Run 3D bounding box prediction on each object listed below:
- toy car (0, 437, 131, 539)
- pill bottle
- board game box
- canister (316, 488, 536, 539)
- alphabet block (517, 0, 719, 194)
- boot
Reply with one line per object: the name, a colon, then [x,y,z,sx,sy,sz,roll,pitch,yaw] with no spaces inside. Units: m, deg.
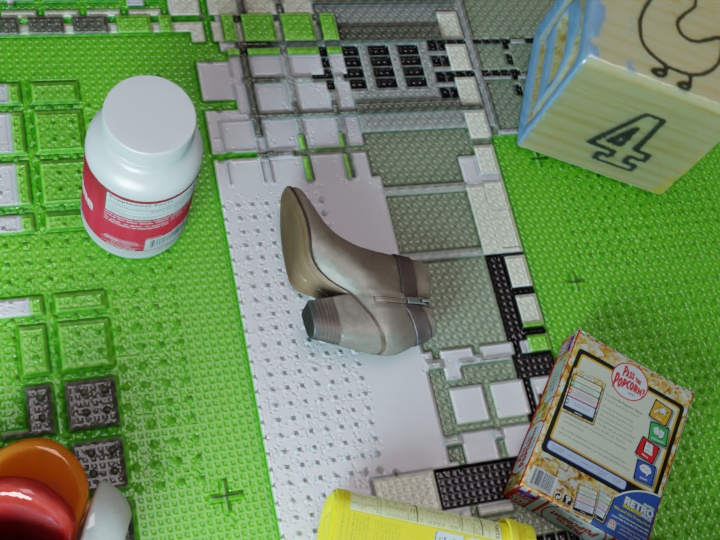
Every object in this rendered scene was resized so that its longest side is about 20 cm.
toy car: [-0.291,0.238,0.895,0.175,0.150,0.200,16,63,-9]
pill bottle: [-0.215,-0.100,1.045,0.112,0.200,0.112,7,64,-14]
board game box: [0.259,0.185,1.142,0.151,0.046,0.200,30,61,-1]
canister: [0.056,0.295,1.010,0.200,0.087,0.149,14,63,-9]
alphabet block: [0.324,-0.238,1.272,0.200,0.196,0.196,17,64,-9]
boot: [0.000,0.000,1.146,0.146,0.070,0.200,-2,68,-24]
